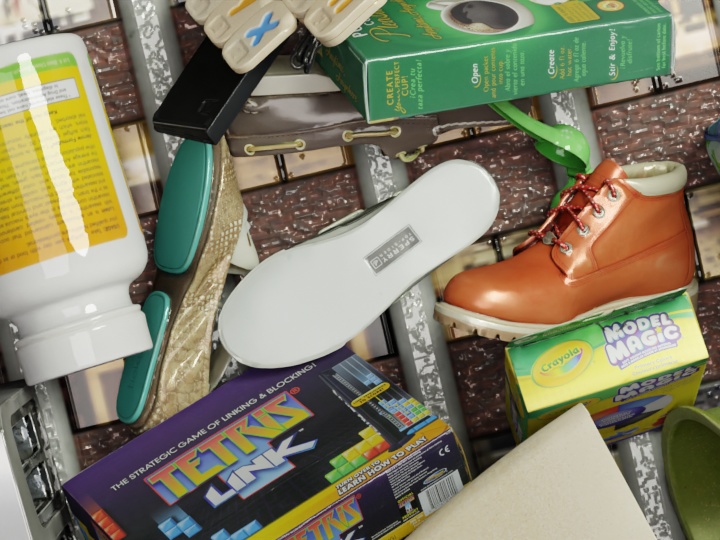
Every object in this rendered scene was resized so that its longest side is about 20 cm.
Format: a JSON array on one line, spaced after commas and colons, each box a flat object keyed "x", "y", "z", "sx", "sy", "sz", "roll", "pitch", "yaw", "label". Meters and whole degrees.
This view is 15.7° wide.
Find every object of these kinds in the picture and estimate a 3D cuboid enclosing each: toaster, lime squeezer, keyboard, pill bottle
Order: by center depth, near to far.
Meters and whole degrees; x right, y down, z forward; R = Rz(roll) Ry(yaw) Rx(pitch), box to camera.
[{"x": -0.241, "y": 0.168, "z": 1.582, "sx": 0.118, "sy": 0.200, "sz": 0.182, "roll": -16, "pitch": 93, "yaw": 3, "label": "toaster"}, {"x": -0.042, "y": -0.160, "z": 1.593, "sx": 0.021, "sy": 0.127, "sz": 0.200, "roll": 41, "pitch": 73, "yaw": -32, "label": "keyboard"}, {"x": -0.196, "y": -0.036, "z": 1.607, "sx": 0.111, "sy": 0.111, "sz": 0.201, "roll": -17, "pitch": 89, "yaw": -1, "label": "pill bottle"}, {"x": 0.126, "y": -0.045, "z": 1.649, "sx": 0.038, "sy": 0.071, "sz": 0.201, "roll": 2, "pitch": 126, "yaw": 29, "label": "lime squeezer"}]

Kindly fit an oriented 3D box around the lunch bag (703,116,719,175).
[{"x": 0.286, "y": -0.039, "z": 1.590, "sx": 0.082, "sy": 0.200, "sz": 0.161, "roll": -35, "pitch": 95, "yaw": 1, "label": "lunch bag"}]

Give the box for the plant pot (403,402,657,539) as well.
[{"x": 0.100, "y": 0.225, "z": 1.567, "sx": 0.176, "sy": 0.200, "sz": 0.200, "roll": -26, "pitch": 75, "yaw": -3, "label": "plant pot"}]

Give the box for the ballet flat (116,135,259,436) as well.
[{"x": -0.102, "y": 0.010, "z": 1.653, "sx": 0.065, "sy": 0.070, "sz": 0.201, "roll": 13, "pitch": 96, "yaw": -30, "label": "ballet flat"}]

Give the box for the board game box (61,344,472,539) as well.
[{"x": -0.058, "y": 0.132, "z": 1.578, "sx": 0.200, "sy": 0.165, "sz": 0.057, "roll": -32, "pitch": 125, "yaw": -17, "label": "board game box"}]

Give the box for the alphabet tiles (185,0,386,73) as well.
[{"x": -0.018, "y": -0.203, "z": 1.577, "sx": 0.196, "sy": 0.200, "sz": 0.015, "roll": -43, "pitch": 123, "yaw": 3, "label": "alphabet tiles"}]

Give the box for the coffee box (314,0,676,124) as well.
[{"x": 0.078, "y": -0.143, "z": 1.595, "sx": 0.199, "sy": 0.123, "sz": 0.044, "roll": -11, "pitch": 117, "yaw": -16, "label": "coffee box"}]

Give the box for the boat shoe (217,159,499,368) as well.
[{"x": 0.000, "y": 0.000, "z": 1.646, "sx": 0.199, "sy": 0.064, "sz": 0.071, "roll": -30, "pitch": 89, "yaw": -6, "label": "boat shoe"}]

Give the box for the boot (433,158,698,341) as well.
[{"x": 0.127, "y": -0.014, "z": 1.609, "sx": 0.199, "sy": 0.075, "sz": 0.108, "roll": -12, "pitch": 112, "yaw": -36, "label": "boot"}]

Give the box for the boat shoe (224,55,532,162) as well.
[{"x": 0.012, "y": -0.101, "z": 1.642, "sx": 0.199, "sy": 0.072, "sz": 0.060, "roll": -1, "pitch": 108, "yaw": -6, "label": "boat shoe"}]

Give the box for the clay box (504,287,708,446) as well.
[{"x": 0.148, "y": 0.067, "z": 1.590, "sx": 0.114, "sy": 0.200, "sz": 0.048, "roll": -17, "pitch": 75, "yaw": -1, "label": "clay box"}]

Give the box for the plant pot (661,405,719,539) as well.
[{"x": 0.319, "y": 0.135, "z": 1.624, "sx": 0.189, "sy": 0.200, "sz": 0.201, "roll": -26, "pitch": 94, "yaw": -14, "label": "plant pot"}]
